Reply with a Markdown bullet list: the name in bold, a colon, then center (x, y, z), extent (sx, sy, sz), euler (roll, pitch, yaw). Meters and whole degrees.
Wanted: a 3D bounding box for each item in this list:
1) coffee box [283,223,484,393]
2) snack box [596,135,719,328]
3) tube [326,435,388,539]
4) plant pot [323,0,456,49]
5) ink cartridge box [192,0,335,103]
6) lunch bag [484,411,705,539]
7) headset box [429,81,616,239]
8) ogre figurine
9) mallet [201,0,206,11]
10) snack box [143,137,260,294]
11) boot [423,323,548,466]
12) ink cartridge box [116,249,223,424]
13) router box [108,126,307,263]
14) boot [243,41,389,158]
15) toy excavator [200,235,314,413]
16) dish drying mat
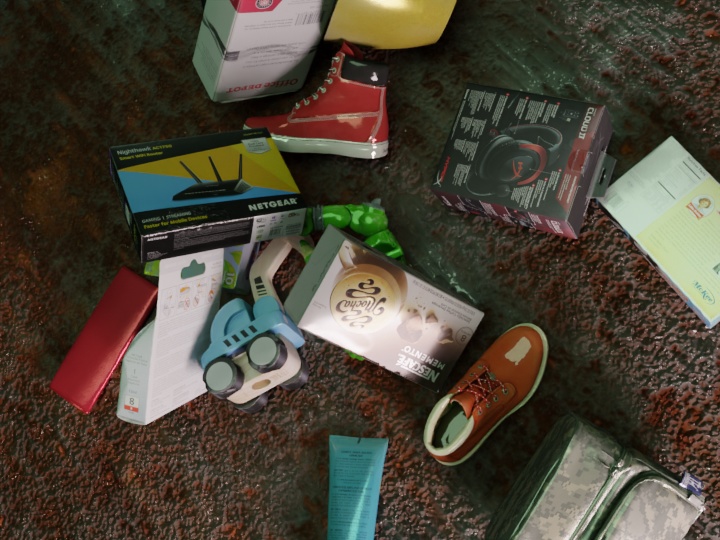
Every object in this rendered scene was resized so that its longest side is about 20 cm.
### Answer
- **coffee box**: center (0.028, 0.046, 1.011), extent (0.199, 0.080, 0.113), euler (28, 96, -22)
- **snack box**: center (0.385, -0.046, 1.014), extent (0.116, 0.037, 0.200), euler (-39, 69, 6)
- **tube**: center (-0.011, 0.301, 1.049), extent (0.077, 0.050, 0.201), euler (1, 72, 13)
- **plant pot**: center (0.052, -0.371, 1.133), extent (0.141, 0.200, 0.201), euler (20, 82, -8)
- **ink cartridge box**: center (-0.125, -0.325, 1.133), extent (0.145, 0.200, 0.084), euler (-16, 64, -32)
- **lunch bag**: center (0.250, 0.271, 0.932), extent (0.167, 0.139, 0.201), euler (33, 88, 5)
- **headset box**: center (0.206, -0.133, 1.059), extent (0.199, 0.075, 0.149), euler (16, 82, 28)
- **ogre figurine**: center (0.000, 0.000, 1.087), extent (0.119, 0.098, 0.201), euler (-23, 74, 5)
- **mallet**: center (-0.146, -0.436, 1.277), extent (0.199, 0.041, 0.066), euler (-25, 74, 6)
- **snack box**: center (-0.203, -0.076, 1.194), extent (0.141, 0.053, 0.201), euler (8, 79, 17)
- **boot**: center (0.146, 0.141, 1.007), extent (0.075, 0.107, 0.200), euler (37, 88, 23)
- **ink cartridge box**: center (-0.233, 0.072, 1.078), extent (0.050, 0.162, 0.201), euler (9, 100, 17)
- **router box**: center (-0.182, -0.094, 1.034), extent (0.199, 0.051, 0.150), euler (-12, 54, -24)
- **boot**: center (-0.059, -0.229, 1.146), extent (0.199, 0.072, 0.145), euler (5, 111, 12)
- **toy excavator**: center (-0.129, 0.053, 1.125), extent (0.194, 0.100, 0.201), euler (-29, 62, 7)
- **dish drying mat**: center (-0.356, 0.096, 1.218), extent (0.077, 0.018, 0.201), euler (29, 86, 20)
